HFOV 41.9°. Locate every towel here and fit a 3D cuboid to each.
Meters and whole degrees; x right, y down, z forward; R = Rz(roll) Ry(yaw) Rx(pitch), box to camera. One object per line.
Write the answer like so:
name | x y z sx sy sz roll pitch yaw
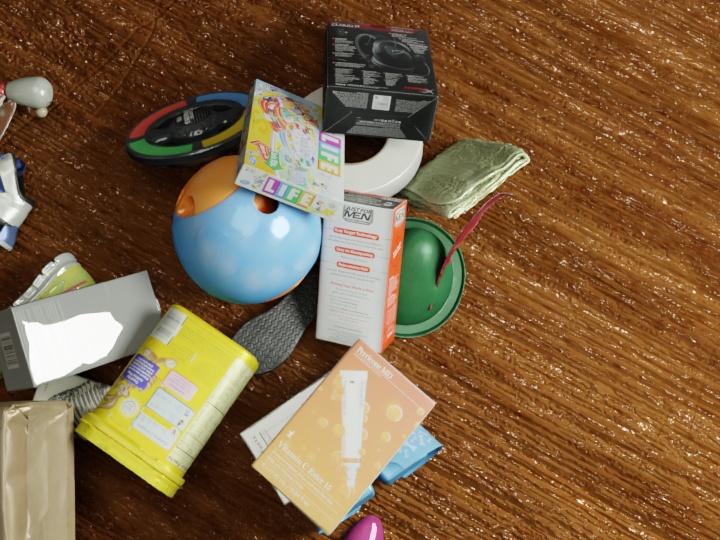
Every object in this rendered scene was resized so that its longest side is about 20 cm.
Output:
towel | 0.134 -0.131 1.290 0.148 0.200 0.037 -36 110 -9

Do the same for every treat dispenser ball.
treat dispenser ball | -0.150 -0.056 1.252 0.199 0.201 0.203 1 79 -3

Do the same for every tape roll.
tape roll | -0.011 -0.183 1.335 0.201 0.037 0.204 -2 61 3

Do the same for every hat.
hat | 0.079 -0.018 1.267 0.165 0.176 0.201 20 79 -1

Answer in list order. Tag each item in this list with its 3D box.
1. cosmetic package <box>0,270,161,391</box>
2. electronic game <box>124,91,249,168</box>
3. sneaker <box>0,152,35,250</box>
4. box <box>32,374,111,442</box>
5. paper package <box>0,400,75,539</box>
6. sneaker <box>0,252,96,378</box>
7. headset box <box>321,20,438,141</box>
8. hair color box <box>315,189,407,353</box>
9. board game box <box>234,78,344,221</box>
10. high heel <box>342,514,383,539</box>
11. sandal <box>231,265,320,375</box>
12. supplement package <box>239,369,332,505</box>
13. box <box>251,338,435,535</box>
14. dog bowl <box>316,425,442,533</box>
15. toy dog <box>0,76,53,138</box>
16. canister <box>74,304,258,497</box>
cosmetic package | -0.362 0.076 1.221 0.199 0.090 0.108 -16 91 -45
electronic game | -0.228 -0.198 1.298 0.199 0.200 0.042 -18 124 -6
sneaker | -0.534 -0.129 1.315 0.199 0.081 0.115 37 76 -3
box | -0.335 0.196 1.262 0.199 0.068 0.083 15 78 1
paper package | -0.454 0.260 1.170 0.199 0.103 0.192 -7 83 35
sneaker | -0.432 0.075 1.277 0.090 0.078 0.200 37 79 2
headset box | 0.022 -0.269 1.299 0.148 0.078 0.201 4 41 -7
hair color box | 0.000 0.000 1.262 0.101 0.061 0.201 12 111 18
board game box | -0.087 -0.160 1.217 0.134 0.034 0.201 20 38 -18
high heel | -0.018 0.417 1.223 0.067 0.096 0.201 28 79 3
sandal | -0.107 0.076 1.315 0.075 0.045 0.200 45 66 0
supplement package | -0.047 0.207 1.254 0.199 0.110 0.114 -33 83 -8
box | -0.021 0.202 1.150 0.124 0.098 0.200 40 80 5
dog bowl | 0.015 0.271 1.247 0.199 0.112 0.050 -34 74 -8
toy dog | -0.525 -0.212 1.313 0.199 0.097 0.132 8 36 27
canister | -0.241 0.163 1.198 0.148 0.087 0.201 33 74 5
